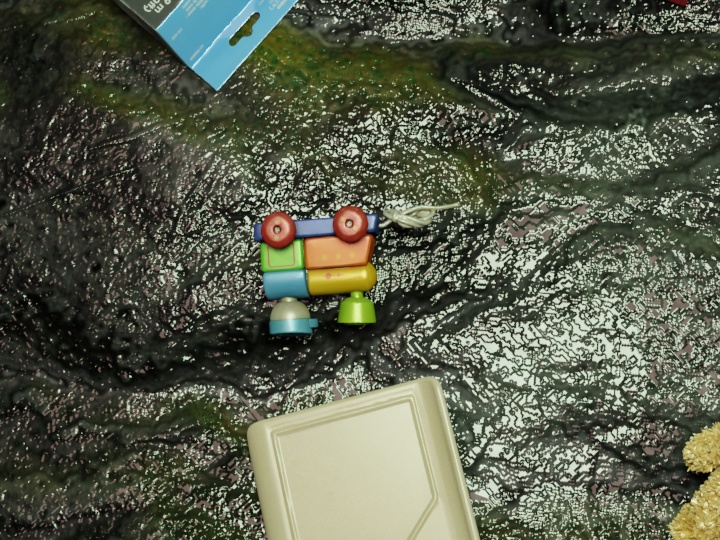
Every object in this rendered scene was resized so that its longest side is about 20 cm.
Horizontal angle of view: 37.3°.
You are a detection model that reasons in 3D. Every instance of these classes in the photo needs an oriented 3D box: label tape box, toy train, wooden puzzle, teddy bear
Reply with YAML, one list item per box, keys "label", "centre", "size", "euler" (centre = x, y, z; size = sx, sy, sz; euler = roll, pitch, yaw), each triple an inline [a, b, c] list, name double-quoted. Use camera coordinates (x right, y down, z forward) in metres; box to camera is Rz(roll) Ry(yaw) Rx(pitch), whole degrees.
- label: "label tape box"
  centre: [-0.181, -0.312, 1.124]
  size: [0.199, 0.063, 0.145]
  euler: [41, 85, 14]
- label: "toy train"
  centre: [0.000, 0.000, 1.023]
  size: [0.196, 0.085, 0.118]
  euler: [-4, 87, 6]
- label: "wooden puzzle"
  centre: [0.003, 0.213, 0.995]
  size: [0.197, 0.037, 0.188]
  euler: [-16, 76, 8]
- label: "teddy bear"
  centre: [0.352, 0.182, 0.937]
  size: [0.200, 0.067, 0.145]
  euler: [-45, 78, -3]

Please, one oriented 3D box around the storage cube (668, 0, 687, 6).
- label: "storage cube"
  centre: [0.272, -0.395, 1.028]
  size: [0.177, 0.171, 0.202]
  euler: [23, 81, 12]
